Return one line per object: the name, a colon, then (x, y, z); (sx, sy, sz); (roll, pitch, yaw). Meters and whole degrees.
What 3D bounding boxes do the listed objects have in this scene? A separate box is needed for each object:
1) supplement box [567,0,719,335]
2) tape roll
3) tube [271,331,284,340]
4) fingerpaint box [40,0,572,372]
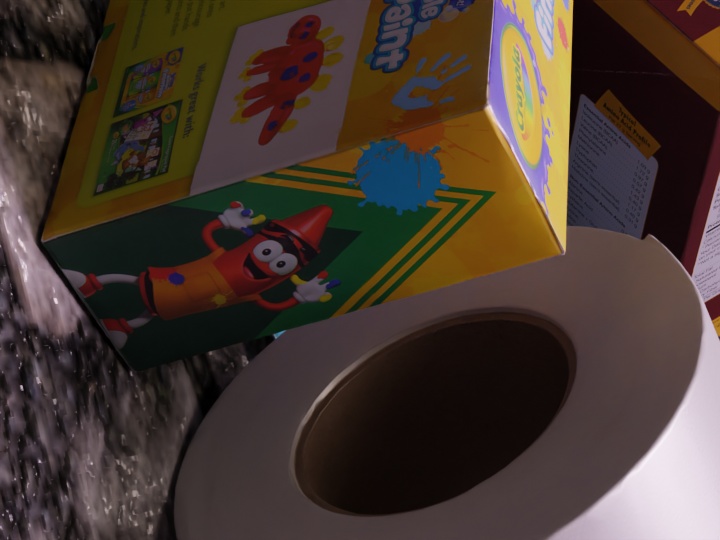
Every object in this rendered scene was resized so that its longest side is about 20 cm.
supplement box: (0.131, -0.104, 1.053); (0.197, 0.132, 0.201); (46, -30, 28)
tape roll: (0.051, 0.099, 0.819); (0.203, 0.201, 0.140); (-75, 145, -54)
tube: (0.000, 0.000, 0.993); (0.078, 0.050, 0.200); (61, 28, -15)
fingerpaint box: (-0.011, -0.073, 0.831); (0.201, 0.166, 0.074); (-84, 151, -47)
